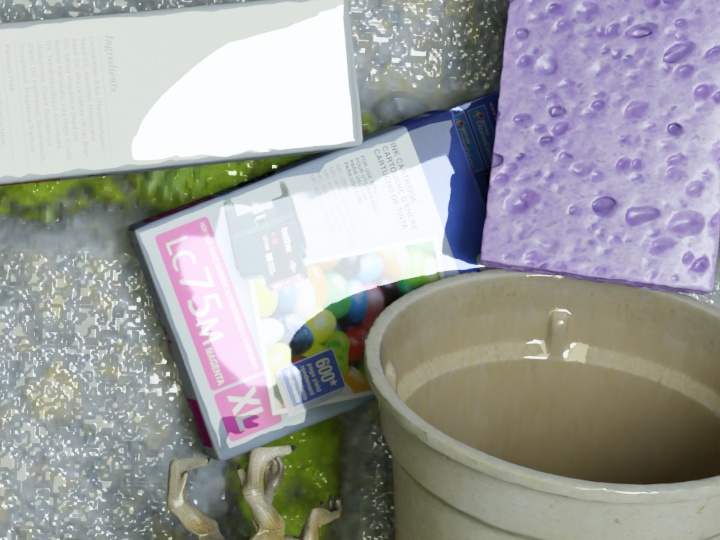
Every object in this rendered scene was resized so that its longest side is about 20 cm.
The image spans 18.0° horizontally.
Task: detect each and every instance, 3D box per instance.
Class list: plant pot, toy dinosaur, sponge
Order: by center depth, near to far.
[{"bbox_3d":[-0.053,0.133,1.029,0.199,0.058,0.102,2,78,-51],"label":"toy dinosaur"},{"bbox_3d":[0.093,0.125,1.042,0.199,0.201,0.185,-1,117,-13],"label":"plant pot"},{"bbox_3d":[0.121,-0.095,1.069,0.111,0.030,0.202,7,87,5],"label":"sponge"}]

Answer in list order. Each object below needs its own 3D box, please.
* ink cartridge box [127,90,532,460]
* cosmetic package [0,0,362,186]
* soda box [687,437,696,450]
[{"bbox_3d":[0.000,0.000,1.099,0.199,0.042,0.120,-22,96,-13],"label":"ink cartridge box"},{"bbox_3d":[-0.108,-0.080,1.041,0.198,0.101,0.072,-7,93,-12],"label":"cosmetic package"},{"bbox_3d":[0.251,0.084,1.142,0.199,0.068,0.065,18,86,-12],"label":"soda box"}]
